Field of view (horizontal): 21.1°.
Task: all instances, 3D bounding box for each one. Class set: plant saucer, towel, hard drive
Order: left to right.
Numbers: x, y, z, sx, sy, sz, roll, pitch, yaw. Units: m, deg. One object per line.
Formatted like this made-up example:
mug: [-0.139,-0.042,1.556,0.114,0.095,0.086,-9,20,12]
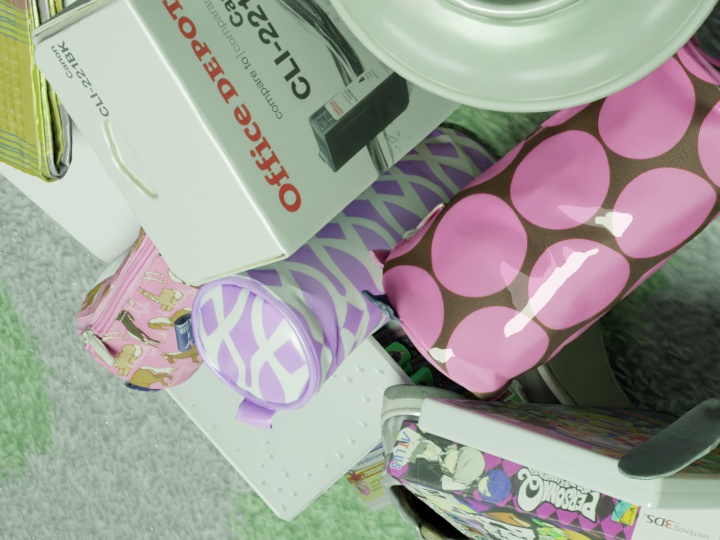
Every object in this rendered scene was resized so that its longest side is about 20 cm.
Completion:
towel: [-0.230,-0.140,1.107,0.200,0.023,0.144,24,126,40]
hard drive: [-0.146,-0.088,1.114,0.132,0.027,0.200,42,142,-11]
plant saucer: [0.066,-0.164,0.829,0.200,0.050,0.201,3,104,11]

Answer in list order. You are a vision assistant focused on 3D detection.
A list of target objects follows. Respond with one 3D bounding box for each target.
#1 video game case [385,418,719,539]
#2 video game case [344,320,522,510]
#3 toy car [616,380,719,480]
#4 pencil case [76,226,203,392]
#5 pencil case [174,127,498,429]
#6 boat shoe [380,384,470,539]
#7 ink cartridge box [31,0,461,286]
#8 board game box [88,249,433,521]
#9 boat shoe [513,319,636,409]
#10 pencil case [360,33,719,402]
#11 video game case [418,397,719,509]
video game case: [0.131,0.143,1.022,0.181,0.036,0.200,13,163,29]
video game case: [0.012,0.050,1.175,0.182,0.022,0.200,53,141,-6]
toy car: [0.208,0.062,0.841,0.164,0.200,0.158,15,124,35]
pencil case: [-0.097,-0.003,1.095,0.083,0.087,0.200,30,145,-8]
pencil case: [0.000,0.000,1.001,0.084,0.200,0.086,14,127,37]
boat shoe: [0.052,0.138,1.136,0.074,0.065,0.202,5,150,18]
ink cartridge box: [-0.038,-0.108,0.938,0.084,0.200,0.144,-15,112,50]
board game box: [-0.066,0.041,1.200,0.200,0.026,0.200,48,141,4]
boat shoe: [0.109,0.064,1.057,0.057,0.067,0.200,-10,118,43]
pencil case: [0.100,-0.030,0.905,0.200,0.091,0.094,-39,61,15]
video game case: [0.146,0.090,0.947,0.143,0.200,0.018,15,95,44]
